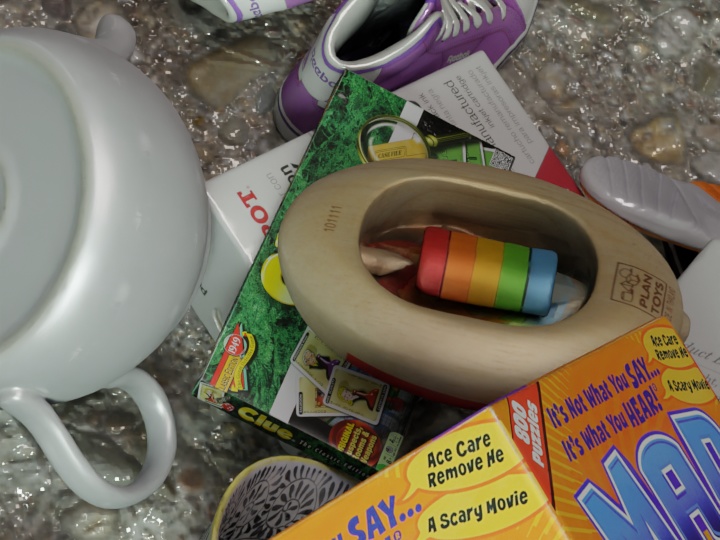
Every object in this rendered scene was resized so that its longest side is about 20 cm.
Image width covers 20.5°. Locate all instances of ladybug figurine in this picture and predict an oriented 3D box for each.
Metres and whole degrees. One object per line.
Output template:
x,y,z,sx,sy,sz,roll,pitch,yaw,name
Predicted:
0.057,0.014,0.950,0.199,0.072,0.136,15,48,4,ladybug figurine

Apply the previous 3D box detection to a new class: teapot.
-0.144,-0.016,0.991,0.197,0.200,0.146,36,11,36,teapot

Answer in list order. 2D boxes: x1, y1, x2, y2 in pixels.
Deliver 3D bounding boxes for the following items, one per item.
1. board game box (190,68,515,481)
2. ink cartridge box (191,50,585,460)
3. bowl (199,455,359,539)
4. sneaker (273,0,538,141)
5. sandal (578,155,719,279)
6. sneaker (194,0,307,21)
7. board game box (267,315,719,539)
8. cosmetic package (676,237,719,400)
0.000,0.000,1.007,0.105,0.023,0.200,25,61,-4,board game box
0.018,-0.010,1.078,0.200,0.083,0.147,-28,78,-29,ink cartridge box
-0.030,0.198,0.936,0.201,0.094,0.201,39,31,-29,bowl
0.046,-0.145,1.137,0.073,0.114,0.200,46,59,8,sneaker
0.193,-0.012,1.146,0.206,0.059,0.079,17,30,-33,sandal
-0.081,-0.228,1.150,0.114,0.073,0.201,-23,55,-1,sneaker
0.066,0.166,0.806,0.200,0.200,0.200,60,27,7,board game box
0.197,0.124,0.997,0.165,0.165,0.200,25,54,30,cosmetic package
